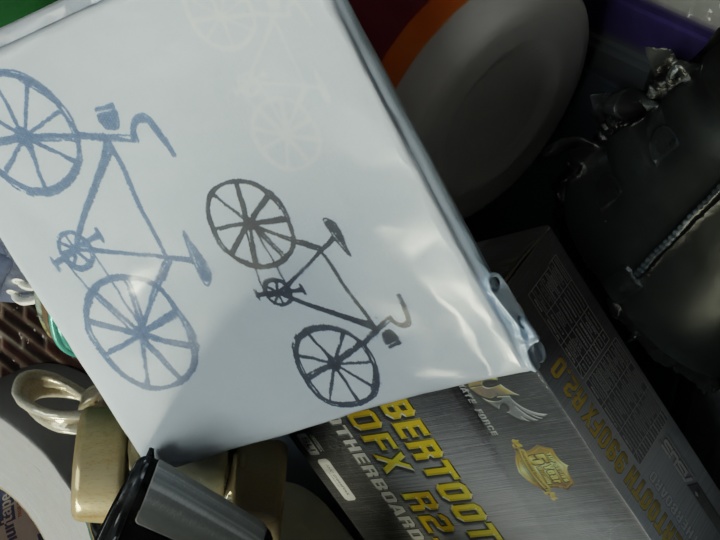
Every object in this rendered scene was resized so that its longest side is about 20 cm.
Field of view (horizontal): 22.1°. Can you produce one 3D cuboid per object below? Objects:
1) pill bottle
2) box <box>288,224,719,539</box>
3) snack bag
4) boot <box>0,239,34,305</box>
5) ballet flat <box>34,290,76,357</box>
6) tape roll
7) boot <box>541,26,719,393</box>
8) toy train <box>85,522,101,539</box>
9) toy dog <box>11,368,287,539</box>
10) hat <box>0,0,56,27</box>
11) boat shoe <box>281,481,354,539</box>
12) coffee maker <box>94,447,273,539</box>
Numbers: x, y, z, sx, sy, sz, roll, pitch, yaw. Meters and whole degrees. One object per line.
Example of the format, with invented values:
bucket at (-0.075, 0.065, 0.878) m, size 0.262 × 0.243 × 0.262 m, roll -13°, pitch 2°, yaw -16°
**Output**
pill bottle at (-0.014, -0.116, 0.743) m, size 0.200 × 0.112 × 0.114 m, roll 40°, pitch 131°, yaw 27°
box at (0.061, 0.086, 0.752) m, size 0.158 × 0.048 × 0.201 m, roll -13°, pitch 118°, yaw 48°
snack bag at (-0.052, -0.023, 0.671) m, size 0.199 × 0.021 × 0.190 m, roll -17°, pitch 111°, yaw 34°
boot at (-0.164, -0.020, 0.979) m, size 0.199 × 0.072 × 0.091 m, roll 28°, pitch 133°, yaw 45°
ballet flat at (-0.091, -0.051, 0.742) m, size 0.072 × 0.068 × 0.201 m, roll 66°, pitch 148°, yaw 35°
tape roll at (-0.179, 0.159, 1.064) m, size 0.199 × 0.066 × 0.202 m, roll 20°, pitch 121°, yaw 38°
boot at (0.160, -0.006, 0.643) m, size 0.199 × 0.073 × 0.162 m, roll 56°, pitch 140°, yaw 10°
toy train at (-0.076, 0.190, 0.884) m, size 0.114 × 0.084 × 0.202 m, roll -138°, pitch 30°, yaw -66°
toy dog at (-0.077, 0.048, 0.837) m, size 0.200 × 0.131 × 0.097 m, roll -137°, pitch 54°, yaw -61°
hat at (-0.243, -0.153, 0.912) m, size 0.165 × 0.175 × 0.202 m, roll -4°, pitch 104°, yaw 46°
boat shoe at (-0.004, 0.198, 0.904) m, size 0.200 × 0.072 × 0.069 m, roll 47°, pitch 150°, yaw 17°
coffee maker at (-0.030, 0.188, 0.695) m, size 0.198 × 0.193 × 0.135 m, roll 21°, pitch 136°, yaw -5°
